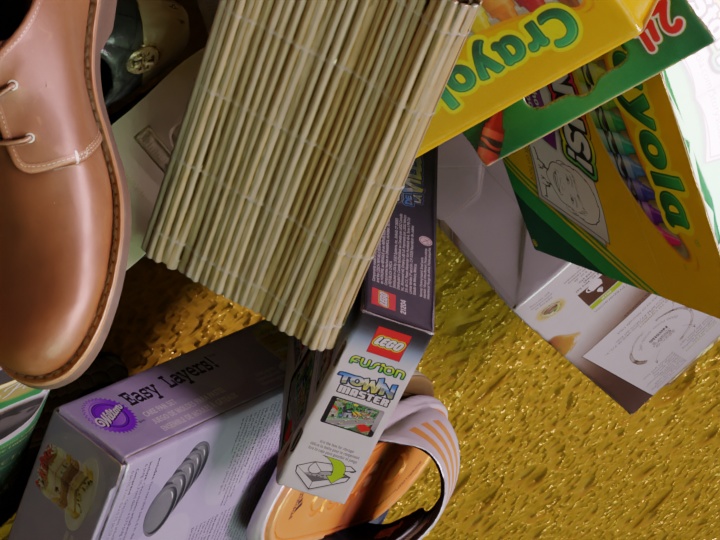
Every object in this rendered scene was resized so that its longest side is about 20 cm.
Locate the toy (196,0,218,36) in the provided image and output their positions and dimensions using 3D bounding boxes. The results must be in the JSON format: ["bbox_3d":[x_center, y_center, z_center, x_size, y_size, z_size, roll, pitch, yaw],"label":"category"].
[{"bbox_3d":[-0.015,-0.134,1.045,0.115,0.047,0.200,-12,133,5],"label":"toy"}]

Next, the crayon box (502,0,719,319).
[{"bbox_3d":[0.108,-0.090,1.048,0.058,0.172,0.200,-29,112,-18],"label":"crayon box"}]

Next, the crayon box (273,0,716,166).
[{"bbox_3d":[0.029,-0.128,0.932,0.127,0.200,0.051,-29,-160,37],"label":"crayon box"}]

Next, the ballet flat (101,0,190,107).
[{"bbox_3d":[-0.154,-0.062,0.994,0.200,0.057,0.067,-26,140,-23],"label":"ballet flat"}]

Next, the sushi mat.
[{"bbox_3d":[-0.025,-0.055,0.969,0.012,0.096,0.200,-56,172,-47],"label":"sushi mat"}]

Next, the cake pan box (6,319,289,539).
[{"bbox_3d":[-0.102,0.131,1.156,0.184,0.052,0.200,-22,140,-53],"label":"cake pan box"}]

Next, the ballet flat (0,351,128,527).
[{"bbox_3d":[-0.189,0.117,1.209,0.200,0.046,0.067,-41,150,3],"label":"ballet flat"}]

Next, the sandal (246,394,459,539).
[{"bbox_3d":[0.008,0.119,1.234,0.079,0.059,0.207,-63,162,16],"label":"sandal"}]

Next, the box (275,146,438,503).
[{"bbox_3d":[0.000,0.000,1.126,0.035,0.200,0.110,18,127,-11],"label":"box"}]

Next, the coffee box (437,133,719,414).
[{"bbox_3d":[0.112,-0.010,1.300,0.080,0.114,0.200,-43,149,6],"label":"coffee box"}]

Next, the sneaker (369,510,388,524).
[{"bbox_3d":[-0.069,0.160,1.351,0.202,0.077,0.146,-26,160,-39],"label":"sneaker"}]

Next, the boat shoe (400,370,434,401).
[{"bbox_3d":[-0.055,0.080,1.286,0.200,0.066,0.074,-14,133,-29],"label":"boat shoe"}]

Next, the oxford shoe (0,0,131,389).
[{"bbox_3d":[-0.133,-0.055,0.921,0.071,0.201,0.071,-5,174,21],"label":"oxford shoe"}]

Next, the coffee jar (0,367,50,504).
[{"bbox_3d":[-0.180,0.041,1.040,0.104,0.085,0.200,-24,161,-33],"label":"coffee jar"}]

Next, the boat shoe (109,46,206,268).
[{"bbox_3d":[-0.062,-0.059,1.049,0.201,0.074,0.063,-29,-168,22],"label":"boat shoe"}]
